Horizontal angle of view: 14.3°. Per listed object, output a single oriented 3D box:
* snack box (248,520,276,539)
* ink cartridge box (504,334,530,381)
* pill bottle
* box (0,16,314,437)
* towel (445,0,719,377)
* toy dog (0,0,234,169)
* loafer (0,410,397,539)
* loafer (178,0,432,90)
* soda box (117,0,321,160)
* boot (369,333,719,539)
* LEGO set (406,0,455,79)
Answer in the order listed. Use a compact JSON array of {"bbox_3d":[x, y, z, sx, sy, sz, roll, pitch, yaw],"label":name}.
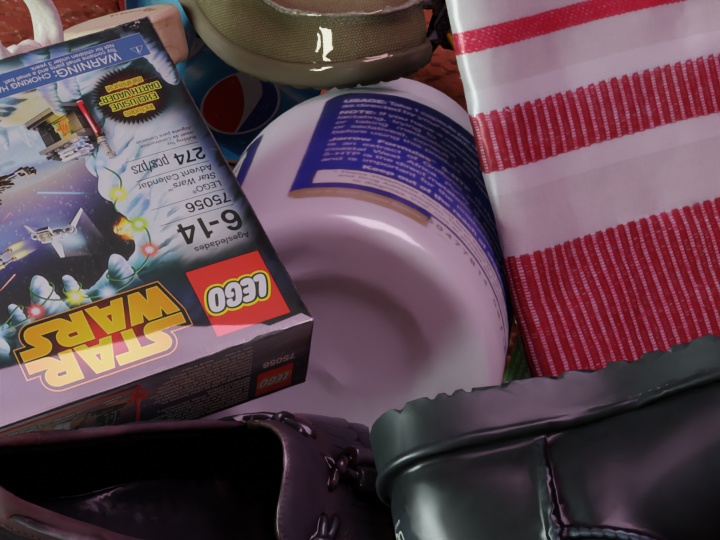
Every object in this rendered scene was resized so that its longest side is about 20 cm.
[{"bbox_3d":[-0.097,0.092,0.930,0.199,0.037,0.116,31,40,9],"label":"snack box"},{"bbox_3d":[0.149,0.090,1.074,0.144,0.088,0.201,4,40,-19],"label":"ink cartridge box"},{"bbox_3d":[0.000,0.000,1.064,0.119,0.120,0.200,21,23,-1],"label":"pill bottle"},{"bbox_3d":[-0.132,0.004,0.917,0.199,0.040,0.137,-19,59,-19],"label":"box"},{"bbox_3d":[0.106,-0.050,1.025,0.143,0.201,0.023,-15,6,-25],"label":"towel"},{"bbox_3d":[-0.124,-0.037,1.082,0.200,0.096,0.133,5,73,-64],"label":"toy dog"},{"bbox_3d":[-0.042,0.076,0.895,0.199,0.063,0.072,-4,48,-29],"label":"loafer"},{"bbox_3d":[-0.041,-0.134,1.127,0.076,0.068,0.200,-18,39,-31],"label":"loafer"},{"bbox_3d":[-0.069,-0.137,1.250,0.064,0.068,0.201,2,42,-20],"label":"soda box"},{"bbox_3d":[0.099,0.108,0.865,0.197,0.073,0.163,-12,67,-1],"label":"boot"},{"bbox_3d":[0.117,-0.134,1.273,0.199,0.154,0.116,1,42,-29],"label":"LEGO set"}]
